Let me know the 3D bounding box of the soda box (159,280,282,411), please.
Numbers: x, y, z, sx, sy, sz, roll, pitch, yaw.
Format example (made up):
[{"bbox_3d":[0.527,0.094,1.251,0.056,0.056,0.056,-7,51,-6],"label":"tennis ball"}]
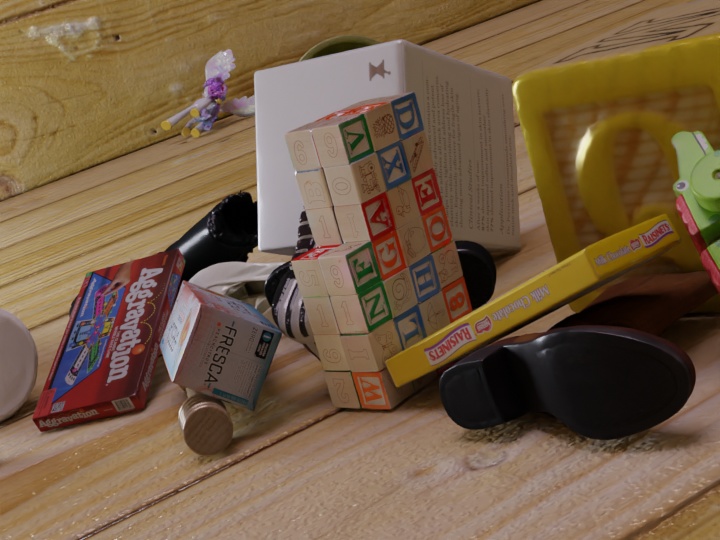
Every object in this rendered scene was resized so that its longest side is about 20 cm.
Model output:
[{"bbox_3d":[-0.114,0.055,1.097,0.068,0.064,0.200,20,1,-11],"label":"soda box"}]

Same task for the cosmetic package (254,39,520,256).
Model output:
[{"bbox_3d":[0.027,-0.098,1.265,0.165,0.170,0.199,-5,-7,34],"label":"cosmetic package"}]

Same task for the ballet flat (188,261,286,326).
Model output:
[{"bbox_3d":[-0.097,0.029,1.293,0.198,0.070,0.069,-7,16,31],"label":"ballet flat"}]

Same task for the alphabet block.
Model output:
[{"bbox_3d":[0.261,-0.093,1.029,0.195,0.198,0.199,-6,16,46],"label":"alphabet block"}]

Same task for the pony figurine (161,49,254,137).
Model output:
[{"bbox_3d":[-0.331,-0.383,3.126,0.192,0.167,0.200,-16,26,40],"label":"pony figurine"}]

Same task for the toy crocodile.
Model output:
[{"bbox_3d":[0.233,-0.008,0.849,0.061,0.068,0.201,-29,50,12],"label":"toy crocodile"}]

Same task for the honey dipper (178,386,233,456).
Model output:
[{"bbox_3d":[-0.127,0.104,1.086,0.038,0.038,0.200,-19,9,-9],"label":"honey dipper"}]

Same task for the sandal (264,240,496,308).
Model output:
[{"bbox_3d":[0.018,0.012,1.179,0.198,0.076,0.048,-5,27,12],"label":"sandal"}]

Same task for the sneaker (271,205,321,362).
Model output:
[{"bbox_3d":[0.000,0.000,1.113,0.075,0.116,0.201,-2,49,35],"label":"sneaker"}]

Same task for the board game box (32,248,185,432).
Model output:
[{"bbox_3d":[-0.223,0.059,1.256,0.102,0.020,0.201,-13,36,15],"label":"board game box"}]

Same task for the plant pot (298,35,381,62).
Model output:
[{"bbox_3d":[-0.034,-0.203,1.937,0.198,0.202,0.190,-22,1,-19],"label":"plant pot"}]

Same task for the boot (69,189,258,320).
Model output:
[{"bbox_3d":[-0.183,-0.001,1.391,0.162,0.074,0.198,-35,-3,30],"label":"boot"}]

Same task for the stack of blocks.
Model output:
[{"bbox_3d":[0.010,-0.015,1.011,0.058,0.202,0.115,-3,18,44],"label":"stack of blocks"}]

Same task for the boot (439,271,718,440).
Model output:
[{"bbox_3d":[0.177,0.047,0.886,0.199,0.069,0.187,-22,0,-40],"label":"boot"}]

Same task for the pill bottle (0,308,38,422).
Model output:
[{"bbox_3d":[-0.395,0.085,1.328,0.112,0.114,0.199,-26,15,-32],"label":"pill bottle"}]

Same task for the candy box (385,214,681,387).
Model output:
[{"bbox_3d":[0.112,0.022,0.934,0.102,0.027,0.199,-24,-6,-46],"label":"candy box"}]
